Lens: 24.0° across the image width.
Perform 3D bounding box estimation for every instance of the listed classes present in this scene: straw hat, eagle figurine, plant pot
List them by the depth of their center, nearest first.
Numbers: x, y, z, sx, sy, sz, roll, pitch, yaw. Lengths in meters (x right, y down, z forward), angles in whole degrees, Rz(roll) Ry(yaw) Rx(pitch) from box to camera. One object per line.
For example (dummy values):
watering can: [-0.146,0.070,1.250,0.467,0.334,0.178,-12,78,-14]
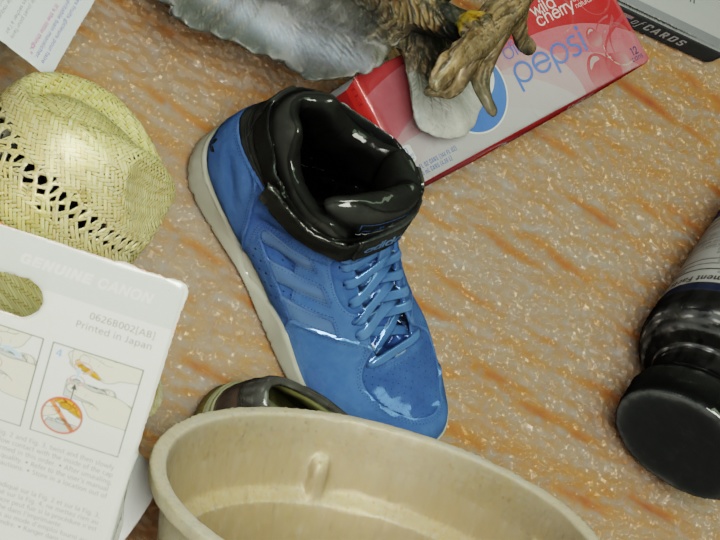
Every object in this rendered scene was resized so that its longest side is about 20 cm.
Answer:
straw hat: [-0.130,-0.036,0.726,0.201,0.201,0.085,43,100,-13]
plant pot: [-0.012,0.183,0.728,0.200,0.200,0.184,7,106,-30]
eagle figurine: [-0.001,-0.167,0.844,0.199,0.152,0.151,27,98,20]

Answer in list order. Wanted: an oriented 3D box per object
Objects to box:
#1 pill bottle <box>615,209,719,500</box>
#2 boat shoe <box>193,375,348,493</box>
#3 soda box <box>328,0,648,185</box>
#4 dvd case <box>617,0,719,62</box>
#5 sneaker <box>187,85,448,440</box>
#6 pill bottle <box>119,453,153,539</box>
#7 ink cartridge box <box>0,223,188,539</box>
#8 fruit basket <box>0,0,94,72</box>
pill bottle: [0.230,0.032,0.980,0.112,0.112,0.200,46,58,-11]
boat shoe: [0.005,0.125,0.841,0.201,0.066,0.072,42,58,-14]
soda box: [0.067,-0.103,0.950,0.200,0.063,0.070,-30,92,-34]
dvd case: [0.180,-0.249,1.086,0.150,0.025,0.201,19,67,-26]
sneaker: [-0.001,0.001,0.847,0.077,0.111,0.200,-33,94,-34]
pill bottle: [-0.186,0.053,0.718,0.200,0.112,0.112,44,58,-13]
ink cartridge box: [-0.163,0.060,0.634,0.162,0.201,0.050,18,21,-4]
fruit basket: [-0.175,-0.213,0.735,0.200,0.094,0.186,40,61,-33]
